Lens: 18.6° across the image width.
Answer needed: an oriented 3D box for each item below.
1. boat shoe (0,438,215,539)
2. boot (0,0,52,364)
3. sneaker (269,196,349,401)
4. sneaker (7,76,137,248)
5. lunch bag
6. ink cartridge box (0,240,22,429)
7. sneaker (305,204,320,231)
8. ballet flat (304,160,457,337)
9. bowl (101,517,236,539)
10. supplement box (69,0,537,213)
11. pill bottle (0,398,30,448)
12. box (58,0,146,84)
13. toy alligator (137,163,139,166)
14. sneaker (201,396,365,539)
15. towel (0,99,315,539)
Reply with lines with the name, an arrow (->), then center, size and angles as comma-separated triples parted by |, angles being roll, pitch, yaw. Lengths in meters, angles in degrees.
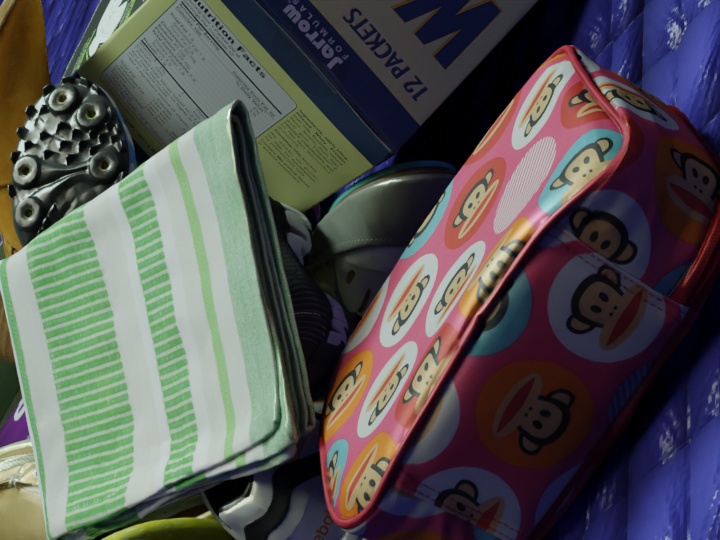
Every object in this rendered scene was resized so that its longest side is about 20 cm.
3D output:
boat shoe -> -0.153, 0.125, 1.153 | 0.199, 0.072, 0.076 | -19, 15, 17
boot -> -0.137, -0.037, 1.145 | 0.071, 0.143, 0.202 | -47, -30, -75
sneaker -> -0.061, 0.003, 1.015 | 0.066, 0.090, 0.200 | -45, 23, 12
sneaker -> -0.119, 0.002, 1.091 | 0.072, 0.201, 0.072 | -21, -10, 12
lunch bag -> 0.058, 0.012, 0.879 | 0.200, 0.082, 0.176 | -56, 17, 15
ink cartridge box -> -0.189, 0.066, 1.354 | 0.146, 0.048, 0.200 | -62, -20, -10
sneaker -> -0.093, 0.005, 1.339 | 0.201, 0.067, 0.108 | -47, 20, 27
ballet flat -> 0.000, 0.000, 1.121 | 0.200, 0.067, 0.064 | -29, 63, 60
bowl -> -0.125, 0.194, 1.053 | 0.200, 0.107, 0.200 | -51, 19, 25
supplement box -> -0.014, -0.140, 1.145 | 0.200, 0.134, 0.200 | -48, 9, -29
pill bottle -> -0.151, 0.110, 1.250 | 0.200, 0.112, 0.113 | -54, 18, 18
box -> -0.091, -0.139, 1.424 | 0.200, 0.148, 0.125 | -37, 27, 53
toy alligator -> -0.128, -0.044, 1.318 | 0.200, 0.054, 0.060 | -23, 37, 53
sneaker -> -0.038, 0.089, 1.031 | 0.074, 0.080, 0.200 | -62, 15, 1
towel -> -0.097, 0.032, 0.983 | 0.200, 0.023, 0.153 | -28, 70, 48
